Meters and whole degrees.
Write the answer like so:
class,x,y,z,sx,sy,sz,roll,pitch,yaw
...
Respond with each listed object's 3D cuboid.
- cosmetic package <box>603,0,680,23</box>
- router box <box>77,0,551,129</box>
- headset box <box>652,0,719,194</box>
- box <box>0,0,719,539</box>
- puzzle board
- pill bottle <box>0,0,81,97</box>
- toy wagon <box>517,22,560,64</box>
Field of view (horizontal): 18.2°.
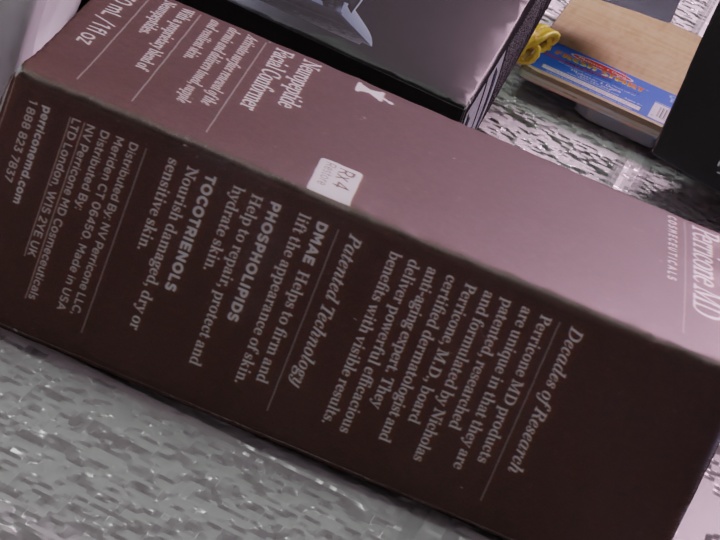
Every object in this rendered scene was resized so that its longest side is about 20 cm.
class,x,y,z,sx,sy,sz,roll,pitch,yaw
cosmetic package,0.062,-0.202,0.900,0.199,0.152,0.052,16,26,-16
router box,-0.034,-0.119,0.798,0.199,0.052,0.157,26,41,6
headset box,0.217,-0.051,0.871,0.148,0.075,0.200,33,26,23
box,0.000,0.000,0.603,0.199,0.075,0.100,24,22,-2
puzzle board,0.170,-0.060,0.962,0.199,0.017,0.151,25,24,6
pill bottle,-0.177,-0.129,0.671,0.199,0.113,0.112,21,23,-3
toy wagon,-0.001,-0.127,0.922,0.155,0.040,0.200,-3,34,-45
